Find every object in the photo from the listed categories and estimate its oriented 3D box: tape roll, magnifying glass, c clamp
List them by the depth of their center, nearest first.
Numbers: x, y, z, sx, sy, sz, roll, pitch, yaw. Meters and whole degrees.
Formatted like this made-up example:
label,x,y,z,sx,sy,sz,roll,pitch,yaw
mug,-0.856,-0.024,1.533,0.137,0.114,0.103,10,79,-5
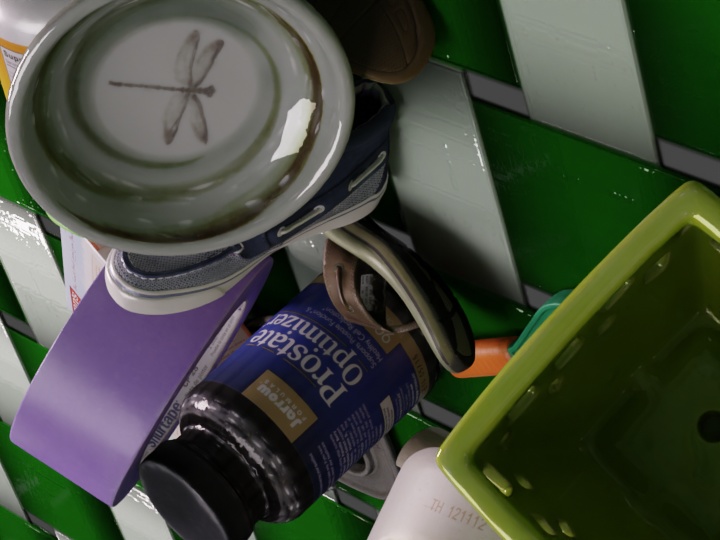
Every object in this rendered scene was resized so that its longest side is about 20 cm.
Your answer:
label,x,y,z,sx,sy,sz,roll,pitch,yaw
magnifying glass,0.114,0.051,1.582,0.080,0.022,0.200,55,151,-14
tape roll,-0.146,0.053,1.686,0.085,0.200,0.200,33,152,3
c clamp,-0.040,0.103,1.872,0.171,0.027,0.200,25,146,39

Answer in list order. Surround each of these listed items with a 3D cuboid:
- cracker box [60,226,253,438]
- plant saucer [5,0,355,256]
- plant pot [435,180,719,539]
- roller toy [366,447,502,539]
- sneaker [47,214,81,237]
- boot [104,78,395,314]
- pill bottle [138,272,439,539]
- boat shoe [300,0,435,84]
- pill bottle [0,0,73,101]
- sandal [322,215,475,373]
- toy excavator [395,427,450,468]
label,x,y,z,sx,sy,sz,roll,pitch,yaw
cracker box,-0.148,0.043,1.889,0.200,0.058,0.134,48,155,25
plant saucer,-0.104,-0.099,1.439,0.050,0.199,0.201,-106,1,-49
plant pot,0.181,0.091,1.313,0.199,0.200,0.181,44,-174,9
roller toy,0.090,0.188,1.480,0.182,0.140,0.200,25,170,3
sneaker,-0.156,-0.048,1.814,0.200,0.077,0.084,32,137,17
boot,-0.068,-0.050,1.529,0.073,0.200,0.090,48,152,25
pill bottle,-0.049,0.097,1.684,0.112,0.200,0.112,35,151,23
boat shoe,-0.041,-0.178,1.469,0.200,0.073,0.065,38,178,3
pill bottle,-0.164,-0.141,1.498,0.111,0.111,0.201,28,143,36
sandal,0.000,0.000,1.613,0.201,0.057,0.080,43,-171,22
toy excavator,0.058,0.227,1.789,0.100,0.195,0.200,26,174,37
